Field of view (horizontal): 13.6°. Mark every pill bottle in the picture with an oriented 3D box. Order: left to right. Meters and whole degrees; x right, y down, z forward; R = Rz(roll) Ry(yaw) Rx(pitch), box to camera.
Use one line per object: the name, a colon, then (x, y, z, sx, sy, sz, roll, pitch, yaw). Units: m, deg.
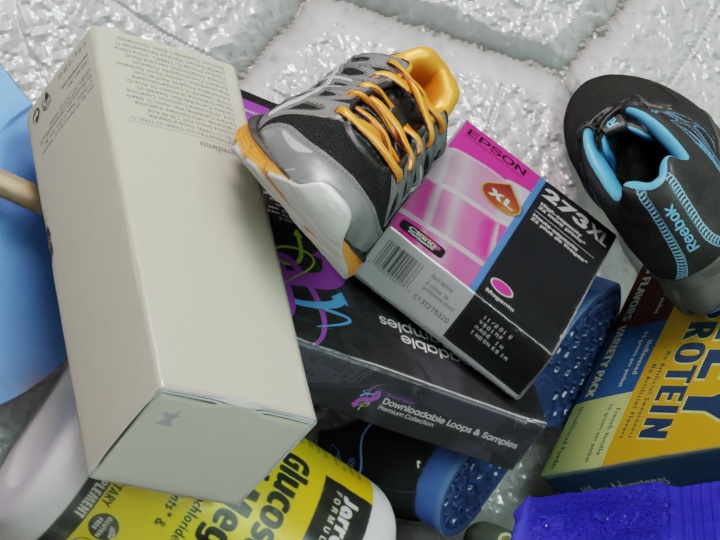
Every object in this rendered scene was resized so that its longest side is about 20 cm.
pill bottle: (-0.058, 0.120, 1.349, 0.199, 0.112, 0.113, 33, 63, -14)

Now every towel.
towel: (0.158, 0.120, 1.247, 0.199, 0.148, 0.050, -8, 115, 8)

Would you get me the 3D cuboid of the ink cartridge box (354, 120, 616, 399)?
ink cartridge box: (0.066, -0.015, 1.416, 0.095, 0.037, 0.200, 37, 24, 0)

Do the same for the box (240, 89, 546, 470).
box: (0.000, 0.000, 1.395, 0.142, 0.036, 0.200, 20, 29, -24)

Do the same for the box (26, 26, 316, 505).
box: (-0.084, -0.004, 1.292, 0.082, 0.068, 0.201, 15, 46, -32)

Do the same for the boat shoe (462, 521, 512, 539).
boat shoe: (0.134, 0.176, 1.454, 0.201, 0.072, 0.061, 18, 72, -17)

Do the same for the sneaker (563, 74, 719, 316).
sneaker: (0.140, -0.059, 1.468, 0.073, 0.200, 0.082, -37, 119, 4)

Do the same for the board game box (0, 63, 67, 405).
board game box: (-0.211, -0.025, 1.362, 0.158, 0.039, 0.200, -39, 92, -25)

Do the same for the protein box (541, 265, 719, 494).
protein box: (0.237, 0.093, 1.442, 0.200, 0.198, 0.135, 41, 60, -22)

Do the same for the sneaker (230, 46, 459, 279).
sneaker: (-0.001, -0.058, 1.316, 0.077, 0.200, 0.078, -37, 100, 12)

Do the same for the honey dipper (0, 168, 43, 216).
honey dipper: (-0.151, -0.037, 1.345, 0.199, 0.038, 0.038, 23, 65, -16)

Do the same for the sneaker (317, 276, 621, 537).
sneaker: (0.056, 0.052, 1.455, 0.078, 0.070, 0.200, 22, 37, 23)
